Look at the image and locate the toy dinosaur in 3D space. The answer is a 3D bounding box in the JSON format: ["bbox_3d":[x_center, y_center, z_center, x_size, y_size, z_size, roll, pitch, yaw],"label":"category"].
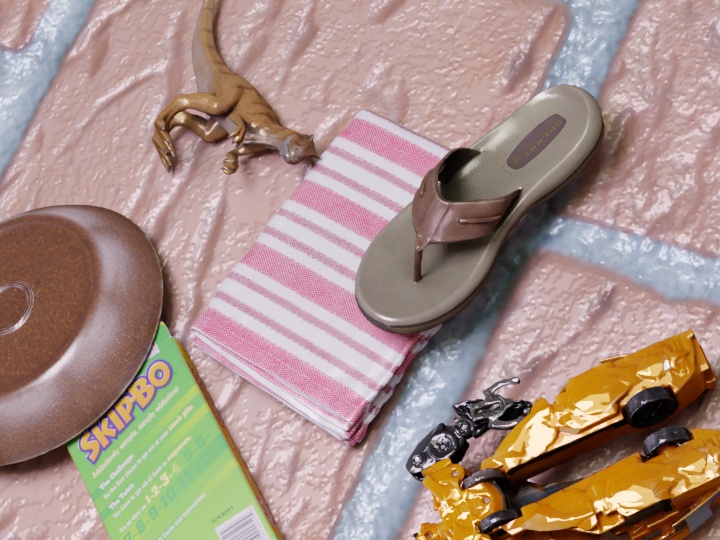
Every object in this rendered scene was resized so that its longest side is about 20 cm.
[{"bbox_3d":[-0.094,-0.116,1.698,0.106,0.060,0.200,-27,52,-12],"label":"toy dinosaur"}]

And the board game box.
[{"bbox_3d":[-0.123,0.131,1.590,0.095,0.030,0.200,-34,58,5],"label":"board game box"}]

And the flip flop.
[{"bbox_3d":[0.069,-0.045,1.551,0.200,0.058,0.081,-44,56,-6],"label":"flip flop"}]

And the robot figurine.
[{"bbox_3d":[0.125,0.123,1.469,0.200,0.058,0.145,-26,57,9],"label":"robot figurine"}]

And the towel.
[{"bbox_3d":[0.000,0.000,1.606,0.146,0.030,0.200,30,76,32],"label":"towel"}]

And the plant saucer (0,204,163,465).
[{"bbox_3d":[-0.226,0.033,1.662,0.200,0.037,0.201,-15,53,21],"label":"plant saucer"}]
